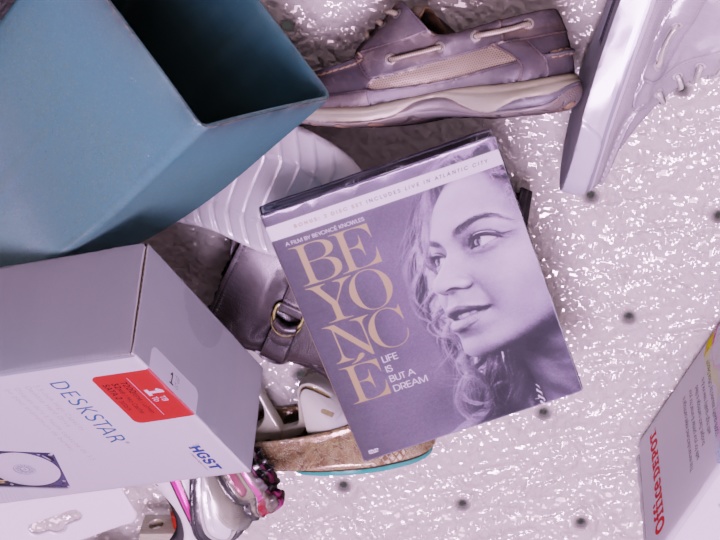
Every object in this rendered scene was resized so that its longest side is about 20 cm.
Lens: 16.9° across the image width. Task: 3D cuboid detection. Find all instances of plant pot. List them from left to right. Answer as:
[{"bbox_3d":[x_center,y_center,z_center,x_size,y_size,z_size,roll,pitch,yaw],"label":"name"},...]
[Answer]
[{"bbox_3d":[-0.154,-0.086,1.453,0.200,0.141,0.141,-44,77,30],"label":"plant pot"}]

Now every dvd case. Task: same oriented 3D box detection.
[{"bbox_3d":[0.040,0.019,1.493,0.148,0.016,0.200,-18,123,6],"label":"dvd case"}]

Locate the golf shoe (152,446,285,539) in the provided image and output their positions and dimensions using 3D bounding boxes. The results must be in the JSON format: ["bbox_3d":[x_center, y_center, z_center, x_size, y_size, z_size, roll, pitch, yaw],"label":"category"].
[{"bbox_3d":[-0.136,0.090,1.569,0.092,0.073,0.200,-33,81,7],"label":"golf shoe"}]

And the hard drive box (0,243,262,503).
[{"bbox_3d":[-0.183,0.066,1.462,0.200,0.077,0.156,-10,146,23],"label":"hard drive box"}]

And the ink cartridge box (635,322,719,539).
[{"bbox_3d":[0.261,0.093,1.542,0.084,0.145,0.200,25,118,-10],"label":"ink cartridge box"}]

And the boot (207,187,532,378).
[{"bbox_3d":[0.000,0.000,1.554,0.174,0.069,0.200,30,106,-1],"label":"boot"}]

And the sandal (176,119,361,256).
[{"bbox_3d":[-0.079,-0.060,1.521,0.202,0.050,0.083,12,101,21],"label":"sandal"}]

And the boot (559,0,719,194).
[{"bbox_3d":[0.188,-0.124,1.468,0.095,0.074,0.200,14,122,-5],"label":"boot"}]

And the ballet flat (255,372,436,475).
[{"bbox_3d":[-0.051,0.104,1.614,0.199,0.071,0.065,-8,110,5],"label":"ballet flat"}]

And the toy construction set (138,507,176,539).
[{"bbox_3d":[-0.141,0.254,1.688,0.131,0.092,0.201,10,114,26],"label":"toy construction set"}]

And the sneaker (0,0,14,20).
[{"bbox_3d":[-0.261,-0.187,1.476,0.118,0.074,0.201,21,150,33],"label":"sneaker"}]

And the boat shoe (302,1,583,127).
[{"bbox_3d":[0.037,-0.126,1.486,0.199,0.074,0.074,-3,92,13],"label":"boat shoe"}]

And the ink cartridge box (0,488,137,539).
[{"bbox_3d":[-0.234,0.088,1.615,0.115,0.068,0.200,-19,116,14],"label":"ink cartridge box"}]
